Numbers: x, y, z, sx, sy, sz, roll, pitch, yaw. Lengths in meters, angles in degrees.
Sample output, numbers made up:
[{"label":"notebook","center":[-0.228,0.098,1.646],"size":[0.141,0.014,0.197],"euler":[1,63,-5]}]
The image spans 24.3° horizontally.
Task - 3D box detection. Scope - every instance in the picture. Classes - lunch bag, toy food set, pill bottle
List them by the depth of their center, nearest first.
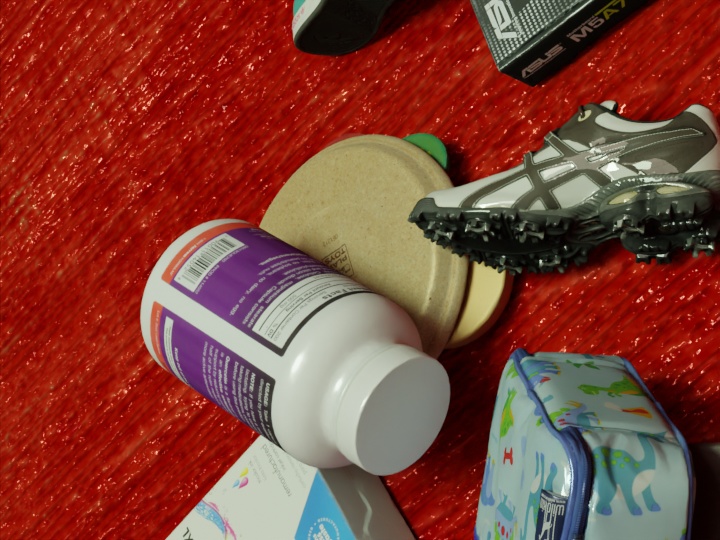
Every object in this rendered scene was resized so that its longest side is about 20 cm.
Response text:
[{"label":"lunch bag","center":[0.115,0.139,0.896],"size":[0.200,0.082,0.161],"euler":[-106,21,-73]},{"label":"pill bottle","center":[-0.040,0.050,1.039],"size":[0.200,0.112,0.113],"euler":[29,99,41]},{"label":"toy food set","center":[0.000,0.000,1.124],"size":[0.200,0.049,0.198],"euler":[-48,53,22]}]

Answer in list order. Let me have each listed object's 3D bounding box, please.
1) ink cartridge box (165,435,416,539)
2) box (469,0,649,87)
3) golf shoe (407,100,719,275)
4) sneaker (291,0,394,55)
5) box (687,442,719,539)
[{"label":"ink cartridge box","center":[-0.066,0.204,1.118],"size":[0.200,0.067,0.116],"euler":[-49,53,22]},{"label":"box","center":[0.139,-0.252,1.068],"size":[0.193,0.047,0.200],"euler":[-34,59,28]},{"label":"golf shoe","center":[0.127,-0.052,1.011],"size":[0.200,0.078,0.095],"euler":[-2,65,25]},{"label":"sneaker","center":[0.006,-0.240,1.134],"size":[0.200,0.084,0.121],"euler":[-35,57,57]},{"label":"box","center":[0.267,0.123,0.831],"size":[0.200,0.100,0.075],"euler":[-8,73,38]}]
